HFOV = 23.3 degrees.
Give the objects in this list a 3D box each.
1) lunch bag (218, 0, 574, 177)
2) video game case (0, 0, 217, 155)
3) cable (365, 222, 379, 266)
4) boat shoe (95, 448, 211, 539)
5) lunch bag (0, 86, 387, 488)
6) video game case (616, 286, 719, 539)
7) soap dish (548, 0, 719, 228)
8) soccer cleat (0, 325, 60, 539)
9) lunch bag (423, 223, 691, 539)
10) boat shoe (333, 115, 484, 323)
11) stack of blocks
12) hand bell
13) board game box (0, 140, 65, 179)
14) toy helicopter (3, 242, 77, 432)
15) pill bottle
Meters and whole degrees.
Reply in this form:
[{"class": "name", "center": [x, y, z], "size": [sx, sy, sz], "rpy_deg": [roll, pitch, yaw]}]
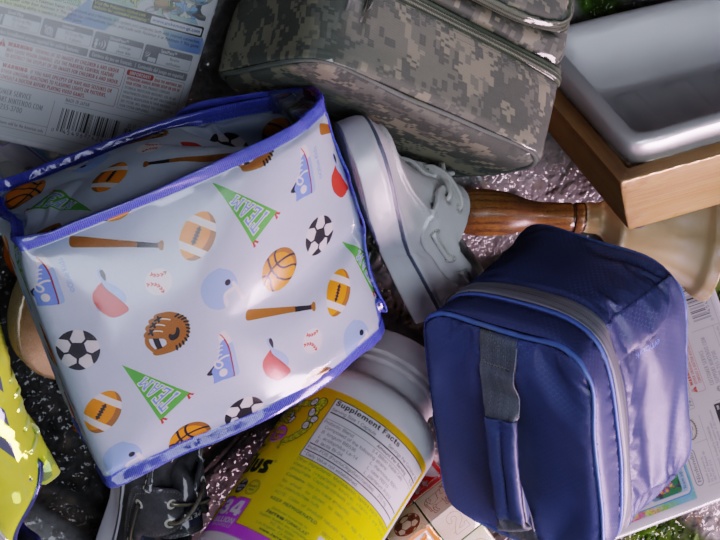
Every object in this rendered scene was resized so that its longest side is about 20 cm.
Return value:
[{"class": "lunch bag", "center": [0.028, -0.165, 1.070], "size": [0.200, 0.139, 0.168], "rpy_deg": [21, 75, -29]}, {"class": "video game case", "center": [-0.183, -0.162, 1.020], "size": [0.200, 0.022, 0.183], "rpy_deg": [12, 106, -26]}, {"class": "cable", "center": [0.000, 0.000, 1.163], "size": [0.200, 0.050, 0.097], "rpy_deg": [-43, 138, -12]}, {"class": "boat shoe", "center": [-0.130, 0.154, 1.148], "size": [0.070, 0.066, 0.200], "rpy_deg": [-21, 141, -46]}, {"class": "lunch bag", "center": [-0.092, 0.000, 1.015], "size": [0.200, 0.124, 0.170], "rpy_deg": [-23, 119, -12]}, {"class": "video game case", "center": [0.185, 0.083, 1.248], "size": [0.182, 0.024, 0.200], "rpy_deg": [-18, 87, -14]}, {"class": "soap dish", "center": [0.224, -0.111, 1.163], "size": [0.200, 0.157, 0.081], "rpy_deg": [-16, 131, -15]}, {"class": "soccer cleat", "center": [-0.232, 0.103, 1.115], "size": [0.084, 0.065, 0.200], "rpy_deg": [4, 118, -6]}, {"class": "lunch bag", "center": [0.120, 0.089, 1.113], "size": [0.132, 0.136, 0.200], "rpy_deg": [-37, 130, -38]}, {"class": "boat shoe", "center": [0.035, -0.040, 1.087], "size": [0.065, 0.074, 0.200], "rpy_deg": [-24, 151, 1]}, {"class": "stack of blocks", "center": [0.077, 0.216, 1.265], "size": [0.059, 0.115, 0.200], "rpy_deg": [-38, 121, -3]}, {"class": "hand bell", "center": [0.142, -0.038, 1.204], "size": [0.200, 0.104, 0.104], "rpy_deg": [4, 112, -3]}, {"class": "board game box", "center": [-0.248, -0.121, 1.038], "size": [0.200, 0.026, 0.200], "rpy_deg": [-48, 120, 3]}, {"class": "toy helicopter", "center": [-0.131, 0.027, 1.125], "size": [0.200, 0.079, 0.133], "rpy_deg": [-9, 109, -32]}, {"class": "pill bottle", "center": [-0.018, 0.138, 1.168], "size": [0.104, 0.104, 0.200], "rpy_deg": [51, 60, -31]}]
